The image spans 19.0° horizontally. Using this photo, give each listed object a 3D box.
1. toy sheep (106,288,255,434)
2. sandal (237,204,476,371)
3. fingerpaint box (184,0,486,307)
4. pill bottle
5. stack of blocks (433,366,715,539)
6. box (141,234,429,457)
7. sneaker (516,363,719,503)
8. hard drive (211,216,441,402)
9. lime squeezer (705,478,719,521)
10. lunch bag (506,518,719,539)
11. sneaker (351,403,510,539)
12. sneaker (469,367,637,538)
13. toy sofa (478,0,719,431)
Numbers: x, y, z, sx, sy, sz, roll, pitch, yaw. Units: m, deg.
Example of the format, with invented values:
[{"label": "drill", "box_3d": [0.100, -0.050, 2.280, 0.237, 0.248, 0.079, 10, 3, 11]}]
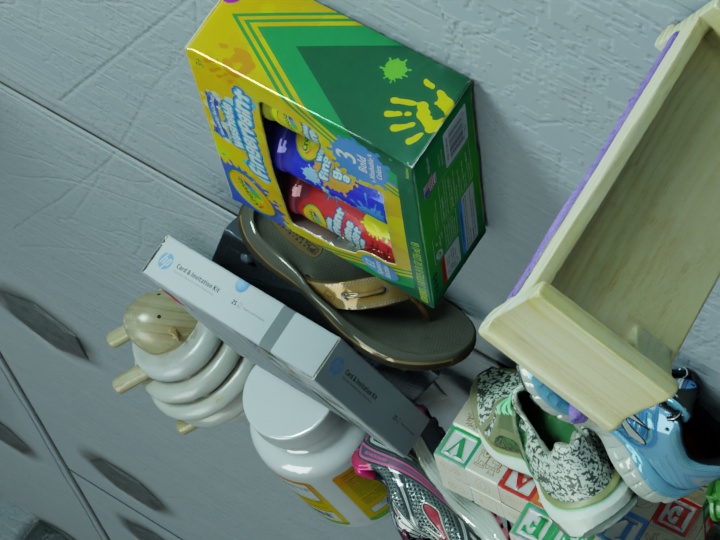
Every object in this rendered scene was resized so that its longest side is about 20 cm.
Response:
[{"label": "toy sheep", "box_3d": [-0.134, 0.076, 1.874, 0.138, 0.138, 0.200, 18, 168, 41]}, {"label": "sandal", "box_3d": [0.000, 0.000, 1.573, 0.200, 0.082, 0.055, 40, 140, 6]}, {"label": "fingerpaint box", "box_3d": [-0.012, -0.079, 1.367, 0.166, 0.073, 0.200, 29, 160, 17]}, {"label": "pill bottle", "box_3d": [-0.029, 0.138, 1.835, 0.111, 0.111, 0.200, 25, 166, 27]}, {"label": "stack of blocks", "box_3d": [0.156, 0.169, 1.613, 0.199, 0.115, 0.059, 26, 157, 24]}, {"label": "box", "box_3d": [-0.057, 0.059, 1.663, 0.200, 0.041, 0.156, 28, 170, 38]}, {"label": "sneaker", "box_3d": [0.185, 0.075, 1.446, 0.200, 0.079, 0.090, 41, 142, -26]}, {"label": "hard drive", "box_3d": [-0.024, 0.028, 1.700, 0.200, 0.042, 0.135, 34, 161, 0]}, {"label": "lime squeezer", "box_3d": [0.279, 0.160, 1.534, 0.070, 0.038, 0.200, 5, 164, -11]}, {"label": "lunch bag", "box_3d": [0.189, 0.224, 1.706, 0.200, 0.118, 0.164, 32, 162, 27]}, {"label": "sneaker", "box_3d": [0.069, 0.207, 1.703, 0.200, 0.074, 0.081, 56, 172, 20]}, {"label": "sneaker", "box_3d": [0.131, 0.105, 1.546, 0.200, 0.077, 0.089, 45, 162, 57]}, {"label": "toy sofa", "box_3d": [0.140, -0.026, 1.041, 0.083, 0.200, 0.098, 37, 156, -9]}]
